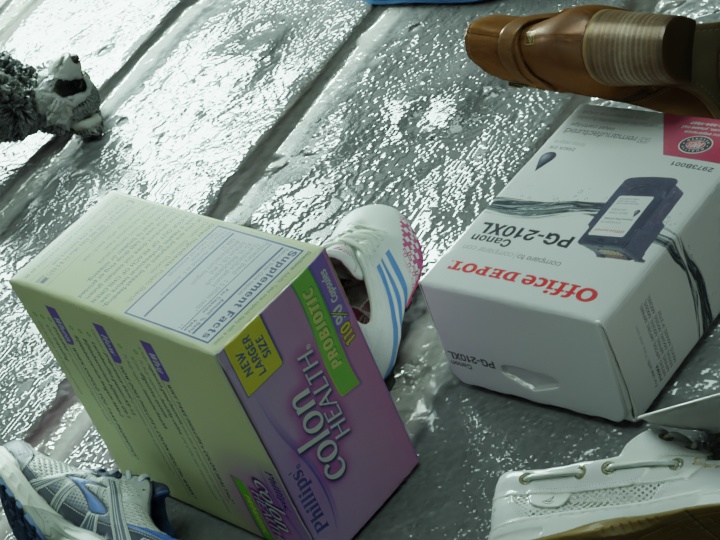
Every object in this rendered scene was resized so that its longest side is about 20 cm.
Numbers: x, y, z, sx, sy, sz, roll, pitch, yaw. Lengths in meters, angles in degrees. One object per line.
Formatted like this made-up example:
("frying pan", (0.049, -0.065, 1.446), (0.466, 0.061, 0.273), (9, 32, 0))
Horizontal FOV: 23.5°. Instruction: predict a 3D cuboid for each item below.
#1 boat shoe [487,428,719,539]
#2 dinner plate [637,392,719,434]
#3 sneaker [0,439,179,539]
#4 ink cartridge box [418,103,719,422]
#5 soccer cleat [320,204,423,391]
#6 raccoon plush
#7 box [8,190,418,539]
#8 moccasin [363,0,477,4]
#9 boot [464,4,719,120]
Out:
("boat shoe", (0.162, 0.115, 0.924), (0.200, 0.071, 0.069), (-11, 54, 18))
("dinner plate", (0.246, 0.060, 0.916), (0.200, 0.024, 0.200), (-14, -8, -2))
("sneaker", (-0.161, 0.160, 1.077), (0.085, 0.077, 0.200), (-29, 41, -25))
("ink cartridge box", (0.156, -0.011, 1.098), (0.145, 0.084, 0.200), (12, 47, 41))
("soccer cleat", (0.000, 0.000, 1.172), (0.070, 0.086, 0.200), (-13, 35, 14))
("raccoon plush", (-0.324, -0.131, 1.575), (0.200, 0.134, 0.097), (-39, 39, 37))
("box", (-0.089, 0.061, 1.061), (0.200, 0.176, 0.097), (16, 50, 43))
("moccasin", (0.074, -0.277, 1.520), (0.200, 0.068, 0.081), (-5, 38, 24))
("boot", (0.178, -0.136, 1.185), (0.155, 0.077, 0.200), (7, 3, 37))
